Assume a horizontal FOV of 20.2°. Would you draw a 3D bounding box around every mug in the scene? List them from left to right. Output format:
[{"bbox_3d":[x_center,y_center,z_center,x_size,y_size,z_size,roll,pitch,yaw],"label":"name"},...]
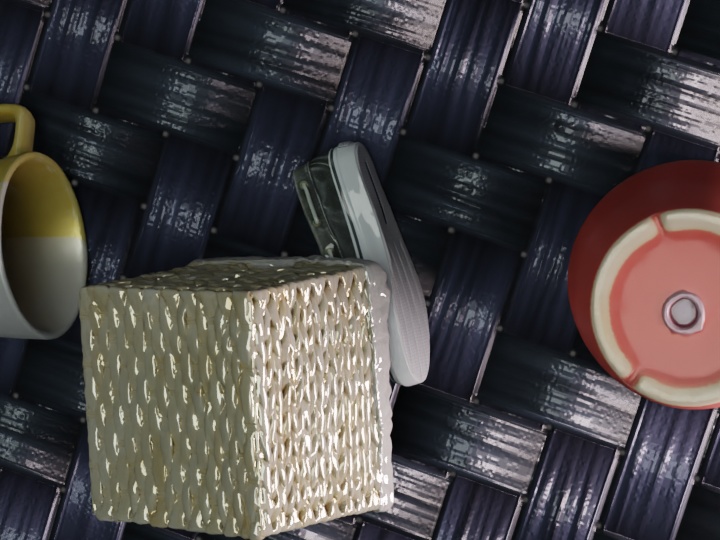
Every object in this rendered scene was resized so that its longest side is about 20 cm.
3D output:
[{"bbox_3d":[-0.318,-0.024,1.651,0.152,0.187,0.150,-6,127,20],"label":"mug"}]

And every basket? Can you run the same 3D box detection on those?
[{"bbox_3d":[-0.096,0.093,1.557,0.197,0.160,0.202,1,95,38],"label":"basket"}]

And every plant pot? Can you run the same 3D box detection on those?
[{"bbox_3d":[0.247,0.019,1.508,0.198,0.177,0.203,1,96,11],"label":"plant pot"}]

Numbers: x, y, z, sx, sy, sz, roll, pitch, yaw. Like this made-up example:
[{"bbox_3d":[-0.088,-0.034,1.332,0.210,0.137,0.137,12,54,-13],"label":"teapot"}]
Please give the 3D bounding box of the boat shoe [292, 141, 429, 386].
[{"bbox_3d":[0.000,0.000,1.616,0.070,0.072,0.202,-19,81,21],"label":"boat shoe"}]
